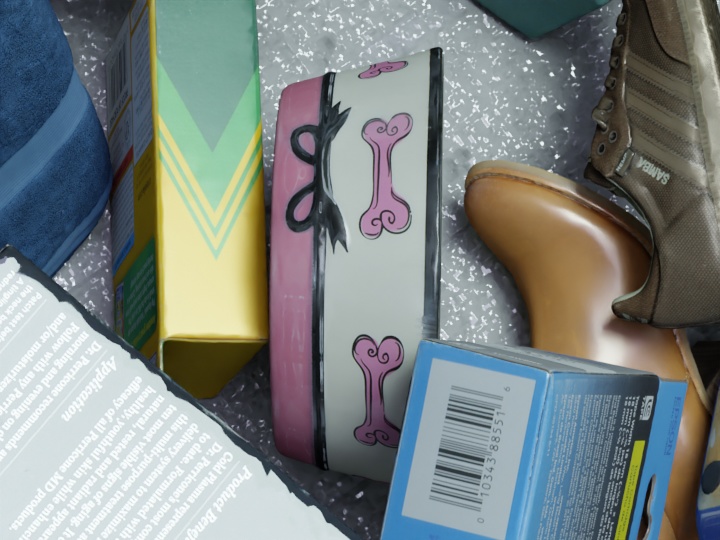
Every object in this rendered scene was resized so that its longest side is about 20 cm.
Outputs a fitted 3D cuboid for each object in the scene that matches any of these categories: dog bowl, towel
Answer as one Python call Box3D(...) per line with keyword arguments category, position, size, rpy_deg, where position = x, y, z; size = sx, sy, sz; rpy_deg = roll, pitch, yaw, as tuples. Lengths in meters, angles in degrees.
Box3D(category="dog bowl", position=(0.000, 0.000, 1.138), size=(0.074, 0.200, 0.200), rpy_deg=(0, 75, 1))
Box3D(category="towel", position=(-0.164, -0.060, 1.107), size=(0.049, 0.200, 0.112), rpy_deg=(31, 67, 27))

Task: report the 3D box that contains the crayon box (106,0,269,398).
Box3D(category="crayon box", position=(-0.080, -0.020, 1.152), size=(0.052, 0.126, 0.200), rpy_deg=(2, 76, -14))

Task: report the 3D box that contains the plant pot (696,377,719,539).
Box3D(category="plant pot", position=(0.272, 0.068, 1.161), size=(0.180, 0.200, 0.200), rpy_deg=(24, 69, -25))

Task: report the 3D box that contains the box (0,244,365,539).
Box3D(category="box", position=(-0.121, 0.116, 1.066), size=(0.197, 0.200, 0.124), rpy_deg=(41, 70, -1))

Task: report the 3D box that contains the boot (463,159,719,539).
Box3D(category="boot", position=(0.095, 0.058, 1.207), size=(0.200, 0.077, 0.155), rpy_deg=(44, 66, -13))

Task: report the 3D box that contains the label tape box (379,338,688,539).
Box3D(category="label tape box", position=(0.073, 0.108, 1.095), size=(0.063, 0.200, 0.144), rpy_deg=(12, 91, 22))

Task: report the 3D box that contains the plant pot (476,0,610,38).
Box3D(category="plant pot", position=(0.075, -0.224, 1.242), size=(0.141, 0.141, 0.200), rpy_deg=(-38, 97, -20))

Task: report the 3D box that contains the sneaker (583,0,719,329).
Box3D(category="sneaker", position=(0.134, -0.072, 1.169), size=(0.075, 0.070, 0.200), rpy_deg=(-13, 76, 14))
